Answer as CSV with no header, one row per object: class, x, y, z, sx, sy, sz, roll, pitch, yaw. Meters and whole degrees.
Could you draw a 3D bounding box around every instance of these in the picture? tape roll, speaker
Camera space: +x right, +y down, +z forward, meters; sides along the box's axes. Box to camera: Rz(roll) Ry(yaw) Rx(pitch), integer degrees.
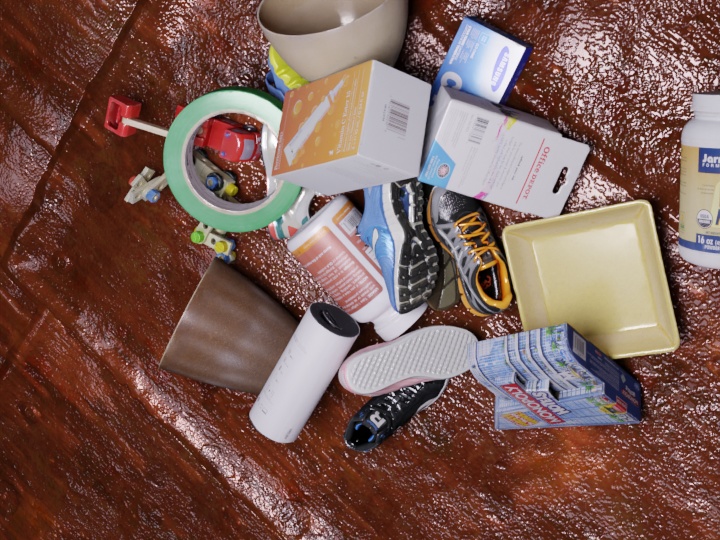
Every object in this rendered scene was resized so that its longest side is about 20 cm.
tape roll,-0.174,-0.156,1.428,0.200,0.048,0.201,2,108,5
speaker,-0.080,0.143,1.424,0.081,0.081,0.200,35,113,14

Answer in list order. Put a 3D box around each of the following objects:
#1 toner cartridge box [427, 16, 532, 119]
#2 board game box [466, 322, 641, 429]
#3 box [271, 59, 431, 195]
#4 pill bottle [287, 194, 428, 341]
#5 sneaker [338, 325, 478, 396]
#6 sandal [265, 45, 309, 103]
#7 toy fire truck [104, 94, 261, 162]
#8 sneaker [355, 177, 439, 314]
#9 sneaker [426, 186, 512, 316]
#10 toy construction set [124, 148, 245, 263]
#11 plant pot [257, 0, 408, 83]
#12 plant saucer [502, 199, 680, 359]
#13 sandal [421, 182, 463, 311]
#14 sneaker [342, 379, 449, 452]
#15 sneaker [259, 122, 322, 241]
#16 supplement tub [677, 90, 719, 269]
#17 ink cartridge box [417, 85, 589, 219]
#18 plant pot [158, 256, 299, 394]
toner cartridge box,0.142,-0.229,1.363,0.095,0.043,0.200,30,113,14
board game box,0.236,0.154,1.350,0.200,0.200,0.062,-18,51,37
box,-0.015,-0.179,1.309,0.200,0.097,0.125,-6,72,54
pill bottle,0.000,0.000,1.435,0.112,0.112,0.200,-38,98,27
sneaker,0.061,0.127,1.415,0.200,0.105,0.075,-13,85,-17
sandal,-0.072,-0.237,1.454,0.200,0.079,0.087,60,153,-5
toy fire truck,-0.258,-0.208,1.500,0.200,0.141,0.049,23,111,19
sneaker,0.046,-0.040,1.363,0.089,0.079,0.200,5,106,51
sneaker,0.155,-0.031,1.367,0.078,0.077,0.200,-27,100,-13
toy construction set,-0.256,-0.108,1.558,0.200,0.092,0.131,31,114,4
plant pot,-0.020,-0.315,1.357,0.200,0.200,0.135,0,136,25
plant saucer,0.306,0.018,1.341,0.200,0.048,0.200,-11,97,27
sandal,0.092,-0.042,1.418,0.082,0.055,0.200,-25,93,-13
sneaker,0.052,0.194,1.465,0.073,0.112,0.200,43,116,9
sneaker,-0.093,-0.143,1.490,0.093,0.070,0.200,-1,100,7
supplement tub,0.450,-0.109,1.191,0.144,0.144,0.200,3,103,24
ink cartridge box,0.181,-0.151,1.321,0.200,0.068,0.115,16,113,-14
plant pot,-0.170,0.106,1.523,0.200,0.187,0.187,27,113,-4
